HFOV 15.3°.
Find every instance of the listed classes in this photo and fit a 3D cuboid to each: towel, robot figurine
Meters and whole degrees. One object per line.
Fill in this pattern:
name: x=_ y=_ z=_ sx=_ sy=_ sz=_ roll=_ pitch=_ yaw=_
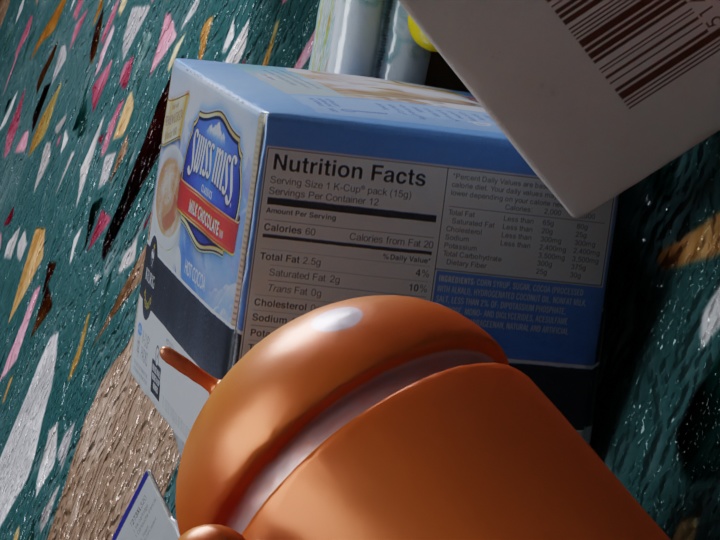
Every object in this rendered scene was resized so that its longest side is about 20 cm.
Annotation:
towel: x=0.009 y=-0.116 z=1.154 sx=0.171 sy=0.048 sz=0.201 roll=-128 pitch=47 yaw=-83
robot figurine: x=0.023 y=0.088 z=0.761 sx=0.144 sy=0.200 sz=0.117 roll=-34 pitch=-28 yaw=-12

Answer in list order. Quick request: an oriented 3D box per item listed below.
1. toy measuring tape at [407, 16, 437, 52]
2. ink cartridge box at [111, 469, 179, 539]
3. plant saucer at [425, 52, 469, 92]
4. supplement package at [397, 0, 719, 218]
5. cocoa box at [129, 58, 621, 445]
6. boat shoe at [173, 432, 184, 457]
toy measuring tape: x=0.067 y=-0.172 z=1.020 sx=0.074 sy=0.073 sz=0.200 roll=-97 pitch=31 yaw=-59
ink cartridge box: x=-0.060 y=0.180 z=1.067 sx=0.095 sy=0.037 sz=0.200 roll=-62 pitch=39 yaw=27
plant saucer: x=0.078 y=-0.143 z=1.122 sx=0.200 sy=0.029 sz=0.201 roll=-160 pitch=90 yaw=-75
supplement package: x=0.076 y=-0.134 z=0.885 sx=0.117 sy=0.117 sz=0.200 roll=-33 pitch=28 yaw=16
cocoa box: x=0.000 y=0.000 z=0.976 sx=0.200 sy=0.133 sz=0.132 roll=-143 pitch=59 yaw=-74
boat shoe: x=-0.042 y=0.092 z=1.166 sx=0.066 sy=0.072 sz=0.201 roll=-52 pitch=25 yaw=42
